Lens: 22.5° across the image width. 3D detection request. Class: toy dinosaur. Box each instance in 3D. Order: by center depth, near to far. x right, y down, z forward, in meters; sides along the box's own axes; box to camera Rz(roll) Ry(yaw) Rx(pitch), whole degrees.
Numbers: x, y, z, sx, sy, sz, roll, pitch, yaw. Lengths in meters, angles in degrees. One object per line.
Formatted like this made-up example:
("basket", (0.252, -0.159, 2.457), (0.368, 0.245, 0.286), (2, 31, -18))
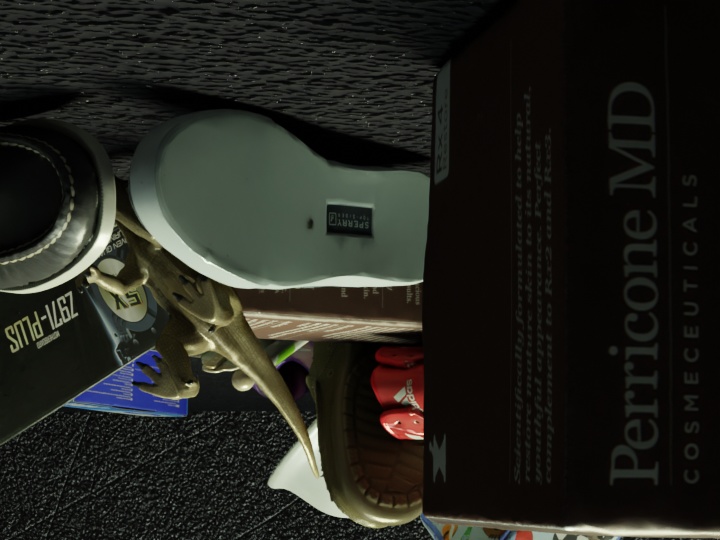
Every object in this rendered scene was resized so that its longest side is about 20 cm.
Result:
("toy dinosaur", (-0.072, 0.018, 0.831), (0.058, 0.200, 0.101), (-39, -176, 16))

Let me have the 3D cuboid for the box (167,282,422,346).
("box", (0.000, 0.000, 0.964), (0.198, 0.076, 0.100), (6, 170, -24))

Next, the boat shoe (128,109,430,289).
("boat shoe", (-0.051, -0.023, 0.797), (0.090, 0.072, 0.199), (-1, 172, 36))

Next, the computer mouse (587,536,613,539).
("computer mouse", (0.145, 0.098, 0.942), (0.046, 0.141, 0.201), (24, 144, 1))

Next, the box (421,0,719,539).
("box", (0.135, 0.004, 0.598), (0.198, 0.168, 0.164), (2, 174, -12))

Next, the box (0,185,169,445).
("box", (-0.227, 0.029, 0.923), (0.198, 0.087, 0.164), (-4, -162, 35))

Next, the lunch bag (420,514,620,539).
("lunch bag", (0.134, 0.128, 1.205), (0.076, 0.200, 0.160), (45, 180, -15))

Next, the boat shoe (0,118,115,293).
("boat shoe", (-0.184, -0.030, 0.771), (0.199, 0.075, 0.060), (6, -177, 42))

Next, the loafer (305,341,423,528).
("loafer", (0.008, 0.071, 1.041), (0.075, 0.201, 0.068), (18, 133, -15))

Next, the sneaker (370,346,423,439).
("sneaker", (0.060, 0.066, 0.911), (0.114, 0.079, 0.200), (-4, 167, 5))

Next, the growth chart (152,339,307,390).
("growth chart", (-0.108, 0.030, 1.147), (0.198, 0.018, 0.144), (7, -157, 34))

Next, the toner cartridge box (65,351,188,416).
("toner cartridge box", (-0.183, 0.056, 1.333), (0.043, 0.096, 0.200), (0, 172, 18))

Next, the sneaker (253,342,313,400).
("sneaker", (-0.070, 0.052, 1.314), (0.199, 0.090, 0.080), (-4, 173, 41))

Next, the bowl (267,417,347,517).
("bowl", (0.033, 0.109, 1.285), (0.090, 0.201, 0.201), (42, 176, 6))
